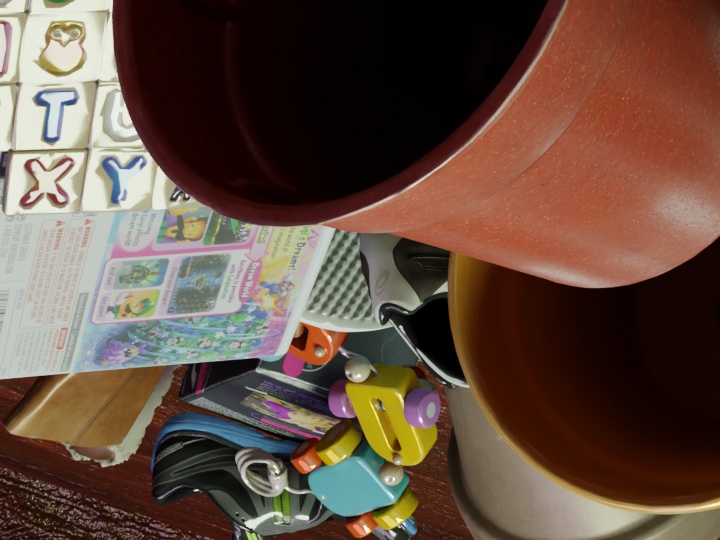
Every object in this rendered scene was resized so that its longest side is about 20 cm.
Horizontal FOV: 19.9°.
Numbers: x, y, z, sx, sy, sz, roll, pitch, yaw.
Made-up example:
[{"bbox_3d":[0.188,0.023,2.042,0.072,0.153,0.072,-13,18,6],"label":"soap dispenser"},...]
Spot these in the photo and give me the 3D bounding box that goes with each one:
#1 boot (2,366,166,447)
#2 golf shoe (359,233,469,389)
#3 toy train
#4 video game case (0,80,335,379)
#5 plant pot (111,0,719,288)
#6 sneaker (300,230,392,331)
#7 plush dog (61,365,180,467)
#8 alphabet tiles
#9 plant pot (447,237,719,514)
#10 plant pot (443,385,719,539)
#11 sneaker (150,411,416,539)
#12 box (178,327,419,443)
[{"bbox_3d":[-0.165,0.021,1.290,0.069,0.200,0.188,50,-162,27],"label":"boot"},{"bbox_3d":[0.066,0.033,1.050,0.078,0.095,0.200,-28,133,36],"label":"golf shoe"},{"bbox_3d":[-0.016,0.074,1.250,0.150,0.056,0.201,26,140,17],"label":"toy train"},{"bbox_3d":[-0.097,-0.021,0.949,0.181,0.024,0.200,-4,142,-23],"label":"video game case"},{"bbox_3d":[0.048,-0.088,0.747,0.200,0.202,0.195,5,169,38],"label":"plant pot"},{"bbox_3d":[0.000,0.000,1.119,0.199,0.074,0.082,7,172,-33],"label":"sneaker"},{"bbox_3d":[-0.212,0.020,1.553,0.171,0.160,0.201,25,142,28],"label":"plush dog"},{"bbox_3d":[-0.087,-0.106,0.833,0.165,0.006,0.201,-3,128,-23],"label":"alphabet tiles"},{"bbox_3d":[0.165,0.013,0.983,0.199,0.201,0.183,10,180,24],"label":"plant pot"},{"bbox_3d":[0.122,0.066,1.226,0.199,0.201,0.175,6,144,36],"label":"plant pot"},{"bbox_3d":[-0.055,0.161,1.441,0.198,0.083,0.071,14,166,13],"label":"sneaker"},{"bbox_3d":[-0.036,0.041,1.391,0.106,0.123,0.200,22,164,-15],"label":"box"}]
